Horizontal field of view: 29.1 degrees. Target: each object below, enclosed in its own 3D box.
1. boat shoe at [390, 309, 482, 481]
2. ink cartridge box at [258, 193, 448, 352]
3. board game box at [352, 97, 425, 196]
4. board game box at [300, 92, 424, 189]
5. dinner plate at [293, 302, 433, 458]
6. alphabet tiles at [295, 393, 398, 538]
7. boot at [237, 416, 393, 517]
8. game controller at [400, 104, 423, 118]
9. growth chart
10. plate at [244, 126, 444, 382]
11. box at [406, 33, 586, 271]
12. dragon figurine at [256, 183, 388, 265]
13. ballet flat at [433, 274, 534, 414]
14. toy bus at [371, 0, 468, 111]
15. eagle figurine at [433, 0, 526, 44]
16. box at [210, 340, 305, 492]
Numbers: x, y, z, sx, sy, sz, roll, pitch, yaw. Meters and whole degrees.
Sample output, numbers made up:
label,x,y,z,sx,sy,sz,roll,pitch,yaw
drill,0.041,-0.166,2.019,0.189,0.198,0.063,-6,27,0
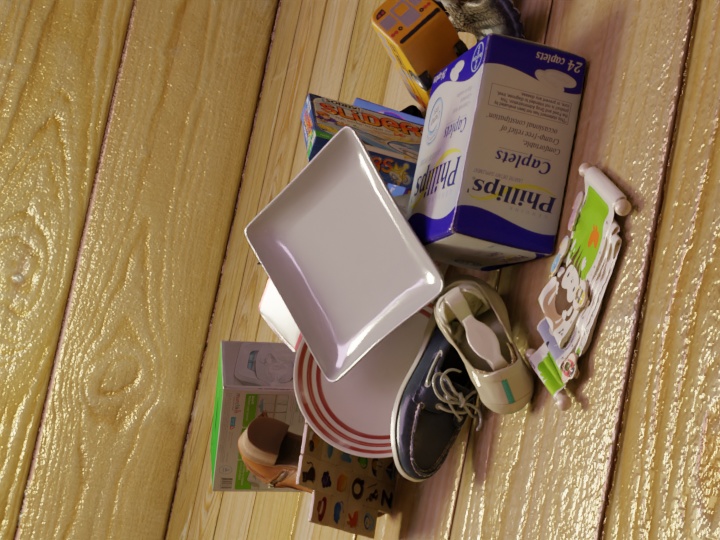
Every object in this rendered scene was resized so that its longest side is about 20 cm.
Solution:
label,x,y,z,sx,sy,sz,roll,pitch,yaw
boat shoe,0.090,0.116,1.393,0.062,0.075,0.200,-5,57,54
ink cartridge box,0.000,0.000,1.588,0.083,0.200,0.147,45,128,33
board game box,0.012,-0.104,1.737,0.134,0.045,0.200,22,83,35
board game box,0.033,-0.141,1.607,0.135,0.200,0.034,-103,30,-61
dinner plate,0.027,0.105,1.475,0.024,0.200,0.200,61,-147,-61
alphabet tiles,-0.009,0.208,1.554,0.006,0.200,0.167,-2,72,32
boot,-0.059,0.252,1.689,0.155,0.200,0.077,106,-174,-67
game controller,0.035,-0.130,1.901,0.104,0.042,0.200,140,148,-72
growth chart,0.187,0.009,1.212,0.145,0.018,0.200,-129,54,-75
plate,-0.014,-0.015,1.432,0.200,0.032,0.200,-43,70,38
box,0.128,-0.111,1.388,0.184,0.105,0.200,159,122,-75
dragon figurine,-0.044,-0.073,1.661,0.099,0.200,0.059,65,-154,-20
ballet flat,0.110,0.053,1.323,0.200,0.069,0.070,-119,41,-50
toy bus,0.081,-0.224,1.535,0.065,0.078,0.200,-43,-29,-3
eagle figurine,0.138,-0.309,1.568,0.200,0.151,0.152,-10,109,45
box,-0.105,0.198,1.844,0.097,0.176,0.200,-100,15,-49
